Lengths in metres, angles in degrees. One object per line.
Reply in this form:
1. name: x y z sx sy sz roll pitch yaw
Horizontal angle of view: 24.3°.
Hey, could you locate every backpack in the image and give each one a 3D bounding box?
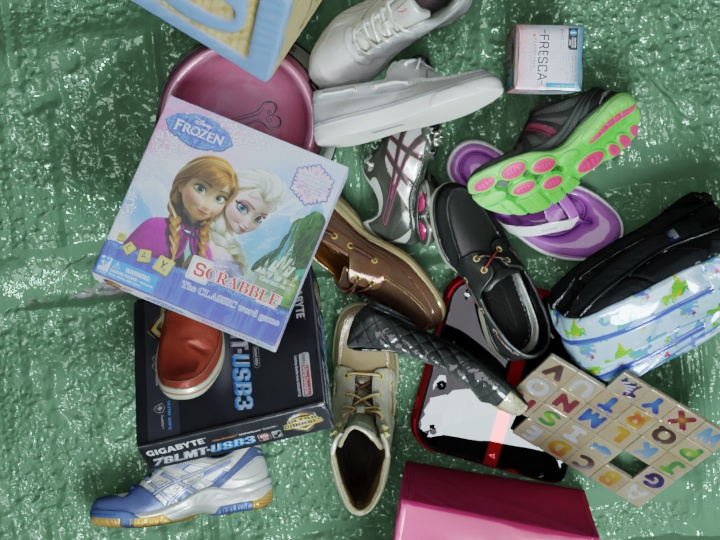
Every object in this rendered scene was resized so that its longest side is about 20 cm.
1. backpack: 0.291 0.025 1.699 0.199 0.163 0.154 -19 116 -7

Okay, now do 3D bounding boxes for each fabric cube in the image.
1. fabric cube: 0.125 0.322 1.722 0.198 0.200 0.197 9 96 2

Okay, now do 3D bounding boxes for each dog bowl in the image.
1. dog bowl: -0.123 -0.154 1.757 0.199 0.074 0.201 0 95 4

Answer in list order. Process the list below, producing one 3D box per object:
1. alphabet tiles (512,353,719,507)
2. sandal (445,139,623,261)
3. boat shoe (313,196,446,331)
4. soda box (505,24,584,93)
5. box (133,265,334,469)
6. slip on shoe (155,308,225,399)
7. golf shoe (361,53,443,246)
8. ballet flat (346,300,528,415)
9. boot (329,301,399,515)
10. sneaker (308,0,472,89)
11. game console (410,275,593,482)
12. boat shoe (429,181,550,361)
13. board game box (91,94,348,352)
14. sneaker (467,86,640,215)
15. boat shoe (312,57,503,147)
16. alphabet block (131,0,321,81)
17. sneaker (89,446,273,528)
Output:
1. alphabet tiles: 0.253 0.160 1.722 0.199 0.008 0.167 30 138 -9
2. sandal: 0.179 -0.068 1.754 0.202 0.050 0.083 25 97 1
3. boat shoe: 0.000 0.000 1.751 0.200 0.072 0.068 41 55 -1
4. soda box: 0.181 -0.208 1.665 0.068 0.200 0.064 2 96 3
5. box: -0.134 0.095 1.731 0.197 0.201 0.050 -13 137 7
6. slip on shoe: -0.173 0.045 1.714 0.074 0.061 0.201 -2 51 14
7. golf shoe: 0.044 -0.126 1.747 0.088 0.077 0.201 2 96 9
8. ballet flat: 0.080 0.098 1.711 0.199 0.066 0.057 29 87 8
9. boot: 0.002 0.141 1.733 0.072 0.155 0.201 0 97 3
10. sneaker: 0.030 -0.257 1.710 0.200 0.099 0.078 -37 91 -3
11. game console: 0.157 0.113 1.787 0.176 0.031 0.201 14 97 -3
12. boat shoe: 0.136 -0.001 1.718 0.073 0.063 0.202 -28 98 -20
13. board game box: -0.139 -0.048 1.681 0.199 0.041 0.200 21 78 1
14. sneaker: 0.194 -0.124 1.724 0.199 0.084 0.077 -29 126 -13
15. boat shoe: 0.043 -0.178 1.680 0.199 0.072 0.069 -15 80 24
16. alphabet block: -0.110 -0.345 1.644 0.195 0.196 0.200 32 70 0
17. sneaker: -0.196 0.228 1.807 0.199 0.075 0.089 -10 83 -2
